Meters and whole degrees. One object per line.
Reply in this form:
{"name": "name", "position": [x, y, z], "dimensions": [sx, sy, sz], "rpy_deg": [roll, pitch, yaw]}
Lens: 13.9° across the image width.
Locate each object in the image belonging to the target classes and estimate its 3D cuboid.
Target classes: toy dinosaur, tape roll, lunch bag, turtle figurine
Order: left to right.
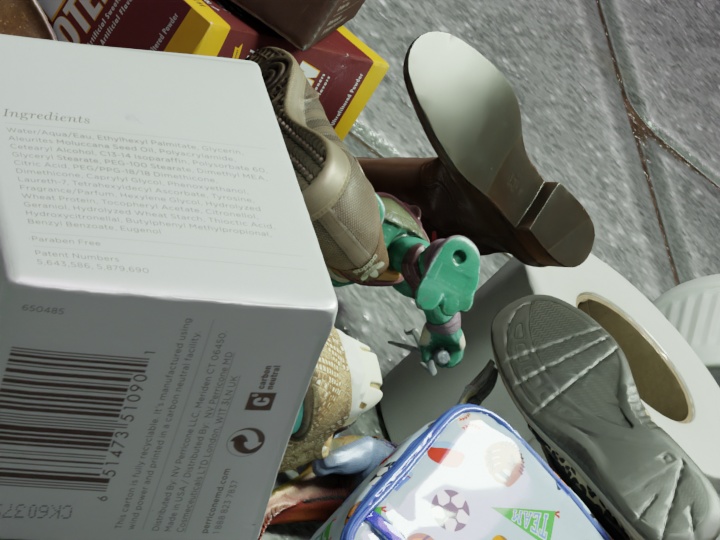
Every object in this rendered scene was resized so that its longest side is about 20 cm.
{"name": "toy dinosaur", "position": [-0.011, 0.117, 1.725], "dimensions": [0.105, 0.200, 0.182], "rpy_deg": [18, -24, 34]}
{"name": "turtle figurine", "position": [0.000, 0.000, 1.739], "dimensions": [0.149, 0.101, 0.200], "rpy_deg": [8, -10, -12]}
{"name": "lunch bag", "position": [0.071, 0.188, 1.627], "dimensions": [0.200, 0.076, 0.160], "rpy_deg": [48, 53, -5]}
{"name": "tape roll", "position": [0.130, 0.097, 1.891], "dimensions": [0.203, 0.139, 0.203], "rpy_deg": [38, 23, -19]}

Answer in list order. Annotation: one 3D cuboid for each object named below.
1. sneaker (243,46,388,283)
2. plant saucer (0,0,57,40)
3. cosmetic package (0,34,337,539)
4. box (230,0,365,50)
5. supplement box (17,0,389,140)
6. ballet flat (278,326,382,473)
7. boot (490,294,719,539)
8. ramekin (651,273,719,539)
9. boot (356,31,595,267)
{"name": "sneaker", "position": [-0.036, -0.052, 1.588], "dimensions": [0.076, 0.070, 0.200], "rpy_deg": [53, 5, -28]}
{"name": "plant saucer", "position": [-0.249, -0.109, 1.612], "dimensions": [0.200, 0.037, 0.201], "rpy_deg": [23, 52, -33]}
{"name": "cosmetic package", "position": [-0.127, 0.009, 1.454], "dimensions": [0.164, 0.165, 0.200], "rpy_deg": [5, 39, -20]}
{"name": "box", "position": [-0.033, -0.260, 1.718], "dimensions": [0.166, 0.200, 0.164], "rpy_deg": [35, 14, 2]}
{"name": "supplement box", "position": [-0.130, -0.134, 1.767], "dimensions": [0.197, 0.133, 0.200], "rpy_deg": [41, 17, 27]}
{"name": "ballet flat", "position": [-0.024, 0.059, 1.542], "dimensions": [0.200, 0.065, 0.071], "rpy_deg": [133, -55, -74]}
{"name": "boot", "position": [0.140, 0.124, 1.737], "dimensions": [0.200, 0.073, 0.151], "rpy_deg": [50, -21, 31]}
{"name": "ramekin", "position": [0.267, 0.109, 2.071], "dimensions": [0.202, 0.202, 0.094], "rpy_deg": [43, 34, -8]}
{"name": "boot", "position": [0.029, -0.067, 1.824], "dimensions": [0.200, 0.064, 0.187], "rpy_deg": [3, -45, 53]}
